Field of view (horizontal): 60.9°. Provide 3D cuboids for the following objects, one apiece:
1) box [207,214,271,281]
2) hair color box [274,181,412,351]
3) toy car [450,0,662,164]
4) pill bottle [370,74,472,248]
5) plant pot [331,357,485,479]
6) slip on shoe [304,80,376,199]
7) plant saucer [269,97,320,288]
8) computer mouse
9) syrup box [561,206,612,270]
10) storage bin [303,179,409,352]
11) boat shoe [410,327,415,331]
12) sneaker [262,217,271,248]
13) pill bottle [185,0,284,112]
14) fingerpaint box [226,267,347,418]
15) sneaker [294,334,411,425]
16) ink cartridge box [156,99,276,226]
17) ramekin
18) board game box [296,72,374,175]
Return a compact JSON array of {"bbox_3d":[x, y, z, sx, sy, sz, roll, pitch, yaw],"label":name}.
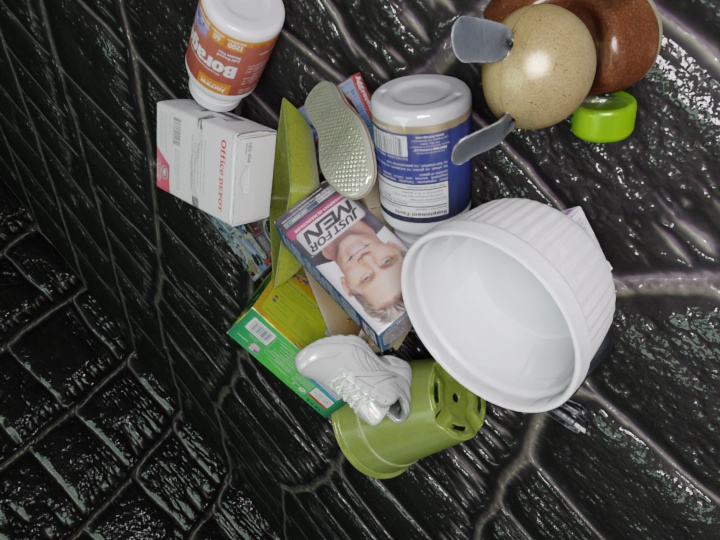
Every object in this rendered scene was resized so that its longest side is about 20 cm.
[{"bbox_3d":[-0.238,-0.086,1.233,0.201,0.040,0.137,55,150,0],"label":"box"},{"bbox_3d":[-0.004,-0.012,0.741,0.200,0.100,0.061,45,166,23],"label":"hair color box"},{"bbox_3d":[0.130,-0.169,0.496,0.157,0.200,0.165,25,138,39],"label":"toy car"},{"bbox_3d":[0.074,-0.113,0.714,0.111,0.111,0.201,28,140,36],"label":"pill bottle"},{"bbox_3d":[0.087,0.215,0.961,0.190,0.200,0.201,-28,97,47],"label":"plant pot"},{"bbox_3d":[-0.016,-0.157,0.742,0.061,0.074,0.201,30,-152,-40],"label":"slip on shoe"},{"bbox_3d":[-0.097,-0.109,0.890,0.201,0.048,0.201,108,159,-46],"label":"plant saucer"},{"bbox_3d":[0.244,0.120,0.761,0.138,0.053,0.201,39,146,26],"label":"computer mouse"},{"bbox_3d":[0.175,-0.002,0.711,0.079,0.081,0.200,59,150,-9],"label":"syrup box"},{"bbox_3d":[0.000,0.000,0.875,0.199,0.093,0.201,112,140,-55],"label":"storage bin"},{"bbox_3d":[0.076,0.055,0.916,0.199,0.068,0.072,8,128,52],"label":"boat shoe"},{"bbox_3d":[-0.125,-0.026,1.123,0.089,0.077,0.201,14,126,65],"label":"sneaker"},{"bbox_3d":[-0.187,-0.316,0.873,0.112,0.112,0.200,53,149,2],"label":"pill bottle"},{"bbox_3d":[-0.083,0.097,0.947,0.200,0.167,0.073,43,121,-12],"label":"fingerpaint box"},{"bbox_3d":[0.002,0.152,0.811,0.078,0.199,0.100,-43,41,32],"label":"sneaker"},{"bbox_3d":[-0.232,-0.175,0.971,0.199,0.085,0.147,28,121,33],"label":"ink cartridge box"},{"bbox_3d":[0.146,0.025,0.598,0.200,0.105,0.201,32,141,30],"label":"ramekin"},{"bbox_3d":[-0.040,-0.199,0.875,0.200,0.019,0.103,-6,113,56],"label":"board game box"}]
